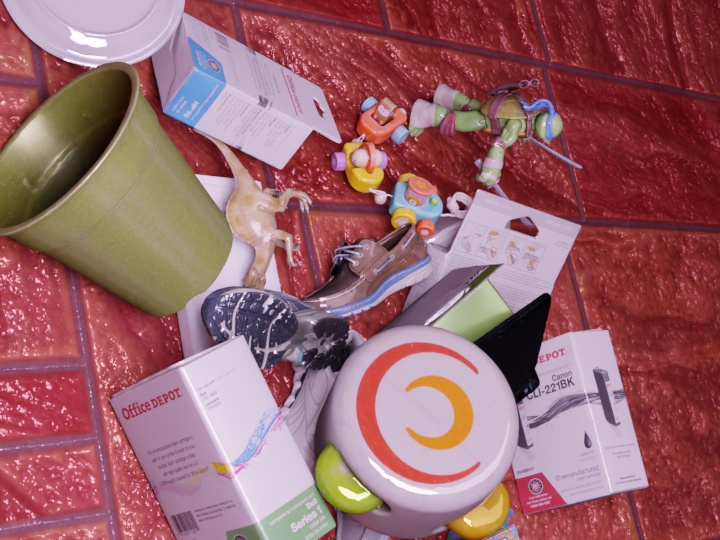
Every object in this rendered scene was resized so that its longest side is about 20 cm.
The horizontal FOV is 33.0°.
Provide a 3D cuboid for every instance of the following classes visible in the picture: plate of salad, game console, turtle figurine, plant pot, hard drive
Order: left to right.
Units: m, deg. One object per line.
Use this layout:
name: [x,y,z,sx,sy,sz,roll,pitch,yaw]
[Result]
plate of salad: [-0.283,-0.304,1.280,0.198,0.048,0.202,6,74,-22]
plant pot: [-0.224,-0.058,1.153,0.190,0.199,0.201,46,45,-37]
hard drive: [-0.145,-0.002,1.298,0.131,0.027,0.202,3,69,-44]
game console: [0.115,0.119,1.375,0.199,0.175,0.117,-28,102,-46]
turtle figurine: [0.169,-0.161,1.587,0.145,0.193,0.200,-60,152,-20]

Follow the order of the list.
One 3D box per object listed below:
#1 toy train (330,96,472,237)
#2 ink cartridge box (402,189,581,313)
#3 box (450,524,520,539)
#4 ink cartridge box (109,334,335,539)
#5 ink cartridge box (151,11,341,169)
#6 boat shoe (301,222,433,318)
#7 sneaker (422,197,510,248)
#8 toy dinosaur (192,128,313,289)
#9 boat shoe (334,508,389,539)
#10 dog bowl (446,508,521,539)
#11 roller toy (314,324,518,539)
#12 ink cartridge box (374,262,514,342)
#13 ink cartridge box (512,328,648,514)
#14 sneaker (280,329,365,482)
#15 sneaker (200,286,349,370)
toy train: [0.053,-0.136,1.487,0.150,0.056,0.200,-31,71,-35]
ink cartridge box: [0.166,-0.003,1.514,0.199,0.045,0.178,15,102,-40]
box: [0.080,0.379,1.217,0.121,0.199,0.194,-11,79,-45]
ink cartridge box: [-0.132,0.178,1.138,0.084,0.144,0.201,-27,91,-42]
ink cartridge box: [-0.126,-0.189,1.343,0.199,0.067,0.116,24,31,-35]
boat shoe: [0.000,0.000,1.390,0.199,0.072,0.073,-27,107,-44]
sneaker: [0.137,-0.032,1.560,0.199,0.075,0.089,-22,104,-46]
toy dinosaur: [-0.108,-0.069,1.304,0.101,0.058,0.202,-6,76,-44]
boat shoe: [0.007,0.208,1.279,0.064,0.074,0.204,15,93,-36]
dog bowl: [0.176,0.355,1.430,0.200,0.049,0.112,41,48,-25]
roller toy: [0.053,0.158,1.174,0.198,0.140,0.184,8,62,-9]
ink cartridge box: [0.097,0.067,1.340,0.147,0.200,0.076,-39,96,-9]
ink cartridge box: [0.255,0.187,1.513,0.083,0.144,0.202,2,70,-43]
sneaker: [-0.041,0.150,1.292,0.075,0.081,0.202,31,54,-33]
sneaker: [-0.101,0.054,1.229,0.199,0.086,0.078,21,95,-54]
